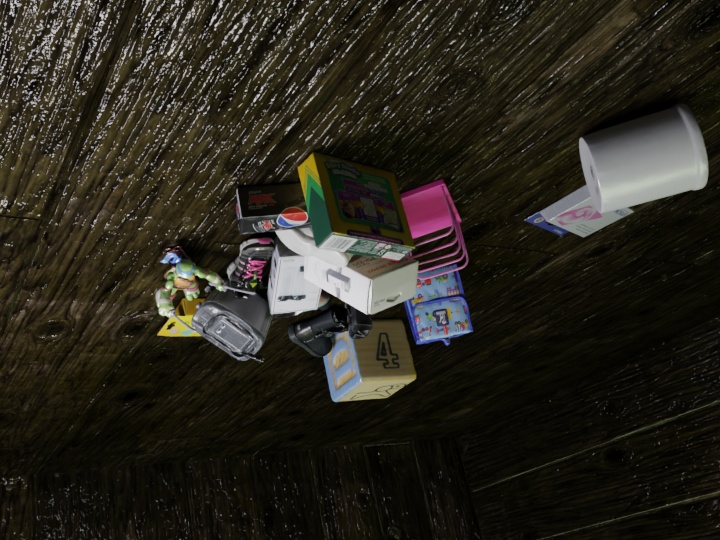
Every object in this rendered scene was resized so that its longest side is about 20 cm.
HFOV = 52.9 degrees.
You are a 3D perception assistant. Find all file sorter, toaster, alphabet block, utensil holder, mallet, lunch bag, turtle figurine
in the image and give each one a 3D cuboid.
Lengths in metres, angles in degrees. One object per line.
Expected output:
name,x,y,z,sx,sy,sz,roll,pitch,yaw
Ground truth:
file sorter,0.148,-0.078,1.557,0.138,0.127,0.200,-18,156,12
toaster,-0.284,0.112,1.676,0.199,0.130,0.114,35,125,-14
alphabet block,0.022,0.269,2.173,0.198,0.198,0.195,2,153,-32
utensil holder,0.549,-0.217,1.421,0.198,0.172,0.170,-15,157,11
mallet,-0.170,0.078,1.852,0.198,0.042,0.066,-2,155,-14
lunch bag,0.199,0.101,1.887,0.149,0.202,0.094,-11,157,-6
turtle figurine,-0.362,0.058,1.536,0.199,0.145,0.194,37,158,-13

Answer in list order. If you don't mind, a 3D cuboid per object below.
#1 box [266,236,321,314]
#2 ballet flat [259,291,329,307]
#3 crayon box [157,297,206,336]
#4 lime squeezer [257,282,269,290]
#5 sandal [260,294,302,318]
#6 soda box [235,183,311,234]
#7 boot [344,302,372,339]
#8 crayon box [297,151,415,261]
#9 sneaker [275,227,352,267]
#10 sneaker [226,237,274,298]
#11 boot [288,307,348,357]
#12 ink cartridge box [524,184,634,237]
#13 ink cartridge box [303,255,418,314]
box,-0.144,0.010,1.623,0.115,0.060,0.201,-6,141,-17
ballet flat,-0.177,0.070,1.797,0.198,0.068,0.068,-14,126,-3
crayon box,-0.393,0.117,1.797,0.198,0.051,0.127,3,151,-34
lime squeezer,-0.198,0.009,1.697,0.070,0.038,0.200,28,144,-10
sandal,-0.214,0.086,1.753,0.198,0.077,0.043,-13,-167,3
soda box,-0.136,-0.121,1.381,0.198,0.071,0.063,-7,155,-16
boot,-0.013,0.066,1.696,0.065,0.202,0.165,-11,156,-4
crayon box,-0.007,-0.116,1.334,0.199,0.174,0.058,9,145,-40
sneaker,-0.086,-0.075,1.450,0.199,0.089,0.076,24,150,26
sneaker,-0.235,0.000,1.574,0.073,0.088,0.200,2,151,-31
boot,-0.086,0.177,2.056,0.167,0.077,0.200,-20,150,24
ink cartridge box,0.529,-0.132,1.746,0.199,0.044,0.195,-33,150,34
ink cartridge box,0.000,0.000,1.486,0.145,0.199,0.086,-20,126,-40
